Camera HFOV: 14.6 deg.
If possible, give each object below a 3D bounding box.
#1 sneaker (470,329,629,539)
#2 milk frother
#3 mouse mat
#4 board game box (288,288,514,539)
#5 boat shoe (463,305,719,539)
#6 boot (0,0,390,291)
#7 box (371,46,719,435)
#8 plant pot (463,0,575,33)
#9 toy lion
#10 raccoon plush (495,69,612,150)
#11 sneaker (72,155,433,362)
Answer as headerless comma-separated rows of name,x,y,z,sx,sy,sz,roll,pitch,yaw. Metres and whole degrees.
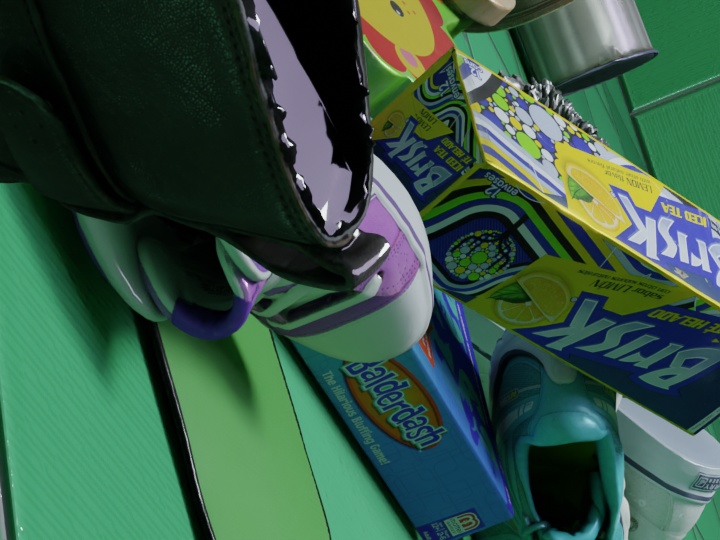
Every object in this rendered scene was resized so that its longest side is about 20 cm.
sneaker,0.085,0.107,1.259,0.080,0.077,0.201,-94,178,-45
milk frother,0.222,-0.274,2.537,0.180,0.199,0.189,9,60,-83
mouse mat,-0.047,0.032,0.966,0.161,0.007,0.201,45,26,-66
board game box,0.000,0.000,1.178,0.200,0.045,0.153,57,15,-47
boat shoe,0.085,0.073,1.380,0.202,0.086,0.074,37,21,26
boot,-0.081,-0.088,0.508,0.069,0.173,0.201,-43,121,-43
box,0.091,-0.008,1.160,0.200,0.064,0.070,29,33,-36
plant pot,0.089,-0.303,1.945,0.199,0.200,0.201,54,15,-26
toy lion,-0.016,-0.154,1.313,0.200,0.069,0.192,54,22,7
raccoon plush,0.089,-0.029,1.341,0.134,0.199,0.097,-56,155,-68
sneaker,-0.038,-0.004,0.898,0.200,0.072,0.115,45,27,-41
